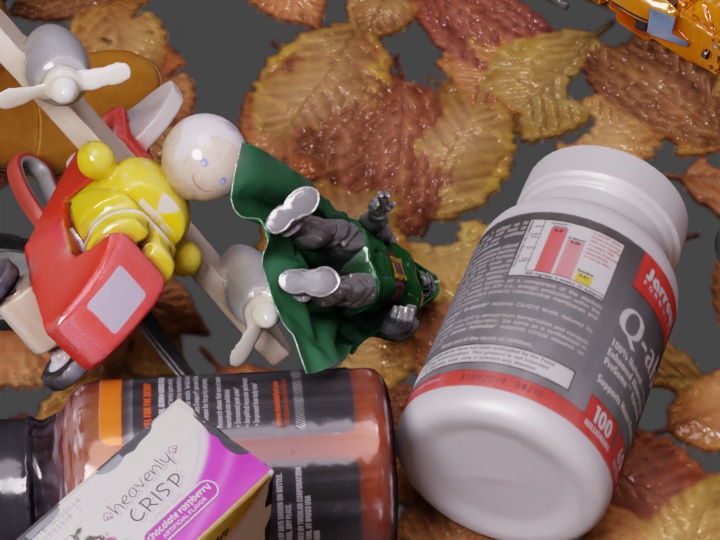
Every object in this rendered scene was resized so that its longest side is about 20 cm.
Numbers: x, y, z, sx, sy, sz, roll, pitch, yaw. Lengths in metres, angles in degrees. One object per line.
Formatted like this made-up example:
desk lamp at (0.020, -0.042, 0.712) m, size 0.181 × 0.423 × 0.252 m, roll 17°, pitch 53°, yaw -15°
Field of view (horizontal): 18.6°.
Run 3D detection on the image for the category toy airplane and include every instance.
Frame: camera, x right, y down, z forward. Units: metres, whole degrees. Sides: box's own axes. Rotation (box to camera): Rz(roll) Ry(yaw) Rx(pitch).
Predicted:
toy airplane at (-0.114, -0.043, 1.149) m, size 0.141 × 0.200 × 0.200 m, roll -27°, pitch 73°, yaw 26°

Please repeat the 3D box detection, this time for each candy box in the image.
candy box at (-0.105, 0.169, 0.982) m, size 0.061 × 0.200 × 0.136 m, roll 34°, pitch 57°, yaw 22°

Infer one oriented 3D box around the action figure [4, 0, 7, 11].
action figure at (-0.264, -0.155, 1.303) m, size 0.119 × 0.102 × 0.200 m, roll 27°, pitch 27°, yaw 27°

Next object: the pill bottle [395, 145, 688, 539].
pill bottle at (0.102, 0.035, 1.162) m, size 0.115 × 0.116 × 0.200 m, roll 18°, pitch 52°, yaw 10°

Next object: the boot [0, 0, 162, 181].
boot at (-0.197, -0.112, 1.240) m, size 0.201 × 0.144 × 0.071 m, roll -29°, pitch 59°, yaw -25°

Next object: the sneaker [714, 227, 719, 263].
sneaker at (0.287, -0.032, 1.272) m, size 0.199 × 0.074 × 0.087 m, roll -6°, pitch 41°, yaw -18°

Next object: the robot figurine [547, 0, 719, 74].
robot figurine at (0.180, -0.212, 1.405) m, size 0.200 × 0.058 × 0.145 m, roll 37°, pitch 56°, yaw 22°

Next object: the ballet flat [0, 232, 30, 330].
ballet flat at (-0.249, -0.002, 1.219) m, size 0.199 × 0.057 × 0.067 m, roll 16°, pitch 79°, yaw 15°

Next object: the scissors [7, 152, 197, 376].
scissors at (-0.136, 0.011, 1.208) m, size 0.073 × 0.014 × 0.200 m, roll 14°, pitch 38°, yaw -49°

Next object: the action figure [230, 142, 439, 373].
action figure at (0.000, 0.000, 1.152) m, size 0.054 × 0.200 × 0.119 m, roll -15°, pitch 80°, yaw 17°

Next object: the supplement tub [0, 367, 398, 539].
supplement tub at (-0.083, 0.104, 1.096) m, size 0.199 × 0.107 × 0.107 m, roll -2°, pitch 51°, yaw -4°
